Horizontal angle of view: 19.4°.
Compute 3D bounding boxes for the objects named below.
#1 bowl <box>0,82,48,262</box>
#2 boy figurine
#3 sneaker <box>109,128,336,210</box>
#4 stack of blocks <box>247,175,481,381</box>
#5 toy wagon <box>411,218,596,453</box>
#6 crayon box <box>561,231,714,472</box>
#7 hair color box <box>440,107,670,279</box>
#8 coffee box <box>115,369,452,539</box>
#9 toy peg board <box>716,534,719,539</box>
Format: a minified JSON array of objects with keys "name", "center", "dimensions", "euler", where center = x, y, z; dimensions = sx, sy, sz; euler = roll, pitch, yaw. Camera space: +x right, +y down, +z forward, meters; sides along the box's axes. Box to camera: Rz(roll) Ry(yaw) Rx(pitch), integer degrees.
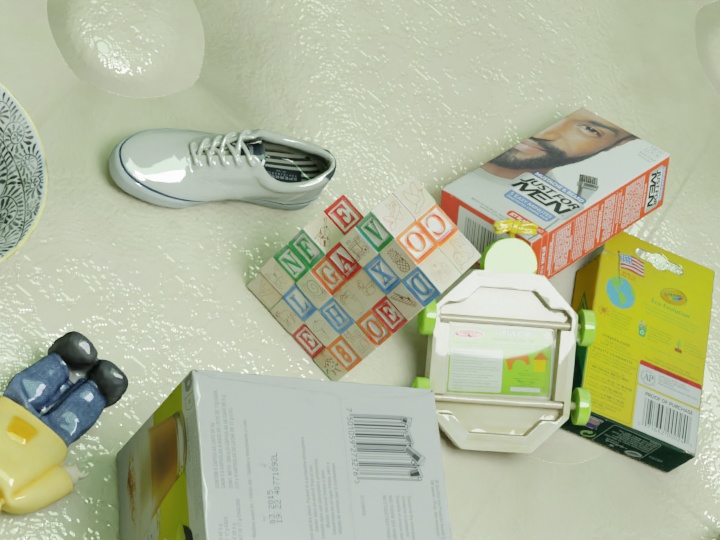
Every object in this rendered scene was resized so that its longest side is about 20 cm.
[{"name":"bowl","center":[-0.353,-0.067,1.649],"dimensions":[0.200,0.094,0.201],"euler":[12,60,-22]},{"name":"boy figurine","center":[-0.269,0.131,1.614],"dimensions":[0.124,0.064,0.200],"euler":[46,50,-4]},{"name":"sneaker","center":[-0.115,-0.096,1.807],"dimensions":[0.199,0.071,0.073],"euler":[1,65,-28]},{"name":"stack of blocks","center":[0.000,0.000,1.741],"dimensions":[0.115,0.200,0.059],"euler":[49,54,0]},{"name":"toy wagon","center":[0.125,0.056,1.823],"dimensions":[0.155,0.040,0.201],"euler":[4,90,-10]},{"name":"crayon box","center":[0.254,0.070,1.936],"dimensions":[0.127,0.051,0.201],"euler":[23,57,-16]},{"name":"hair color box","center":[0.178,-0.067,1.929],"dimensions":[0.111,0.064,0.200],"euler":[32,45,32]},{"name":"coffee box","center":[-0.062,0.207,1.603],"dimensions":[0.199,0.198,0.200],"euler":[6,64,-24]},{"name":"toy peg board","center":[0.335,0.350,1.820],"dimensions":[0.200,0.098,0.199],"euler":[47,39,-1]}]
